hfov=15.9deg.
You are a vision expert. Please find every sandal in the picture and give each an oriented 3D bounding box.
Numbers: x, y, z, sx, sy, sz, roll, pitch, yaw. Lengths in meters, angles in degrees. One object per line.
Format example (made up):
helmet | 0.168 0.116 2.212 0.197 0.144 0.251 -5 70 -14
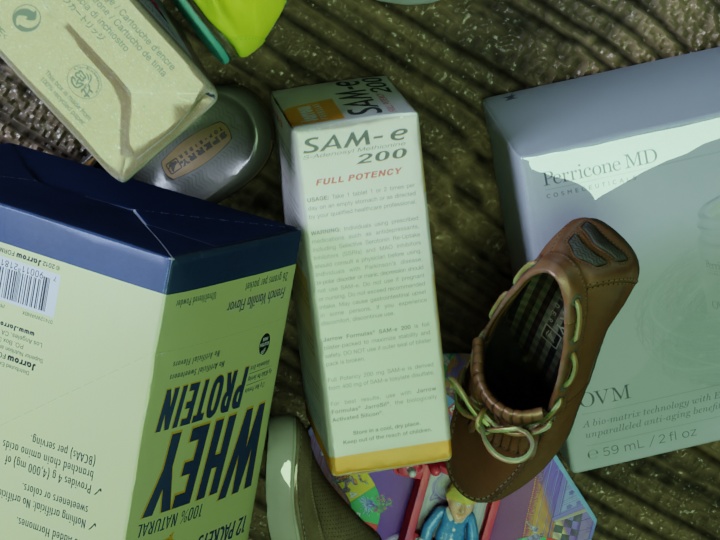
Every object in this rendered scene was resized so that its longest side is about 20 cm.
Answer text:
sandal | -0.135 -0.033 1.464 0.200 0.055 0.082 -34 89 9

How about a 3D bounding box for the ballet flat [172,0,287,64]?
ballet flat | -0.111 -0.201 1.418 0.067 0.067 0.200 -43 117 0

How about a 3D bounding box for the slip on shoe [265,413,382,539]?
slip on shoe | -0.016 0.162 1.525 0.060 0.076 0.200 -6 126 6

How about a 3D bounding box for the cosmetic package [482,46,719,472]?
cosmetic package | 0.191 -0.013 1.498 0.199 0.123 0.201 -13 110 -4

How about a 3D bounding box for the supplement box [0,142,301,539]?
supplement box | -0.162 0.056 1.377 0.199 0.134 0.200 17 105 26

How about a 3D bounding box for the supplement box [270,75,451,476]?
supplement box | 0.000 0.000 1.461 0.073 0.126 0.201 -8 105 -6

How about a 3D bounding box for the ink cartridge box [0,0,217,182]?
ink cartridge box | -0.172 -0.158 1.367 0.075 0.165 0.200 -41 111 5

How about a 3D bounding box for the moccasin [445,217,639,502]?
moccasin | 0.089 0.060 1.414 0.074 0.078 0.202 47 138 16

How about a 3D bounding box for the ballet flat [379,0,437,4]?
ballet flat | -0.023 -0.205 1.426 0.200 0.069 0.069 35 101 -19

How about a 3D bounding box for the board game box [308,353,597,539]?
board game box | 0.051 0.152 1.579 0.158 0.039 0.200 -32 110 3
